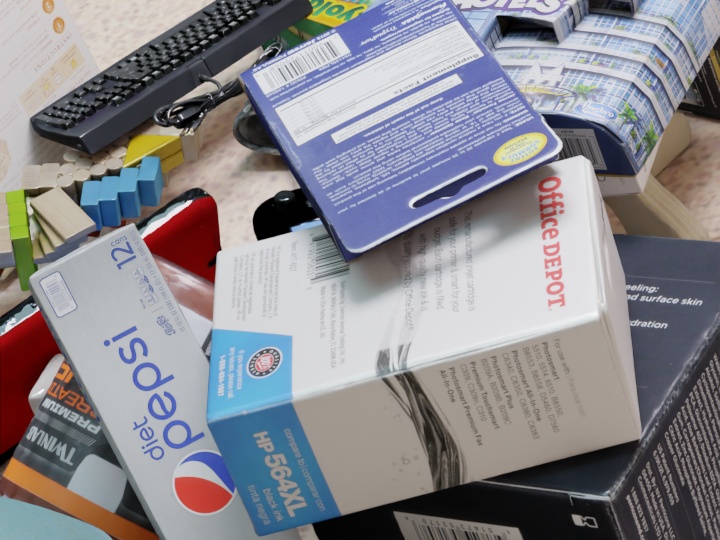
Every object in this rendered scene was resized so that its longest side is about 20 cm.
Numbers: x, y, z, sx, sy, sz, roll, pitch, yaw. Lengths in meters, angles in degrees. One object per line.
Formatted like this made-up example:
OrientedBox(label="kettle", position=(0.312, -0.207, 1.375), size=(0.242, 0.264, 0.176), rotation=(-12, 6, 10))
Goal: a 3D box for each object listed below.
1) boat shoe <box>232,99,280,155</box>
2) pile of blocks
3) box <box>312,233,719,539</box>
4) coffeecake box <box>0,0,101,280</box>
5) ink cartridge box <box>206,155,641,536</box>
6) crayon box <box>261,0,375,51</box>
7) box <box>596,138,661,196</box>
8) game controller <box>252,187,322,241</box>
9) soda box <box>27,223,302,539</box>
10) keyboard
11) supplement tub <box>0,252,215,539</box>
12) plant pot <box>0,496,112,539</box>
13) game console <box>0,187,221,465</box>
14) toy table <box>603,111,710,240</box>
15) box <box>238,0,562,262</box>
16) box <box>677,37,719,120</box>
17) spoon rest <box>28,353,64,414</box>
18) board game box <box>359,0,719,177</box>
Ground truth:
OrientedBox(label="boat shoe", position=(0.003, -0.101, 1.905), size=(0.199, 0.074, 0.068), rotation=(6, 38, 36))
OrientedBox(label="pile of blocks", position=(-0.179, -0.032, 1.909), size=(0.200, 0.062, 0.082), rotation=(-26, 47, -20))
OrientedBox(label="box", position=(0.102, 0.082, 1.556), size=(0.196, 0.118, 0.200), rotation=(5, 43, 35))
OrientedBox(label="coffeecake box", position=(-0.254, -0.118, 1.957), size=(0.073, 0.200, 0.154), rotation=(3, 40, 41))
OrientedBox(label="ink cartridge box", position=(0.032, 0.036, 1.479), size=(0.200, 0.084, 0.146), rotation=(-14, 33, 10))
OrientedBox(label="crayon box", position=(0.031, -0.172, 2.005), size=(0.119, 0.058, 0.200), rotation=(-40, 38, -25))
OrientedBox(label="box", position=(0.111, -0.112, 1.692), size=(0.144, 0.036, 0.200), rotation=(-4, 38, 25))
OrientedBox(label="game controller", position=(0.000, 0.000, 1.797), size=(0.104, 0.042, 0.200), rotation=(-22, 34, -1))
OrientedBox(label="soda box", position=(-0.099, 0.078, 1.542), size=(0.063, 0.200, 0.068), rotation=(-28, 1, -8))
OrientedBox(label="keyboard", position=(-0.112, -0.132, 1.944), size=(0.200, 0.021, 0.127), rotation=(-37, 36, -29))
OrientedBox(label="supplement tub", position=(-0.127, 0.097, 1.625), size=(0.107, 0.107, 0.200), rotation=(21, 82, 46))
OrientedBox(label="plant pot", position=(-0.180, 0.194, 1.507), size=(0.135, 0.200, 0.200), rotation=(-18, 30, -24))
OrientedBox(label="game console", position=(-0.193, 0.021, 1.813), size=(0.200, 0.172, 0.119), rotation=(-37, 63, -21))
OrientedBox(label="toy table", position=(0.123, -0.073, 1.763), size=(0.200, 0.117, 0.184), rotation=(-34, 36, -18))
OrientedBox(label="box", position=(0.021, -0.072, 1.528), size=(0.121, 0.032, 0.200), rotation=(-26, 34, -3))
OrientedBox(label="box", position=(0.197, -0.180, 1.796), size=(0.161, 0.200, 0.049), rotation=(17, 51, 44))
OrientedBox(label="spoon rest", position=(-0.089, 0.096, 1.711), size=(0.200, 0.061, 0.099), rotation=(11, 45, 20))
OrientedBox(label="board game box", position=(0.094, -0.139, 1.653), size=(0.200, 0.062, 0.200), rotation=(3, 44, 32))
